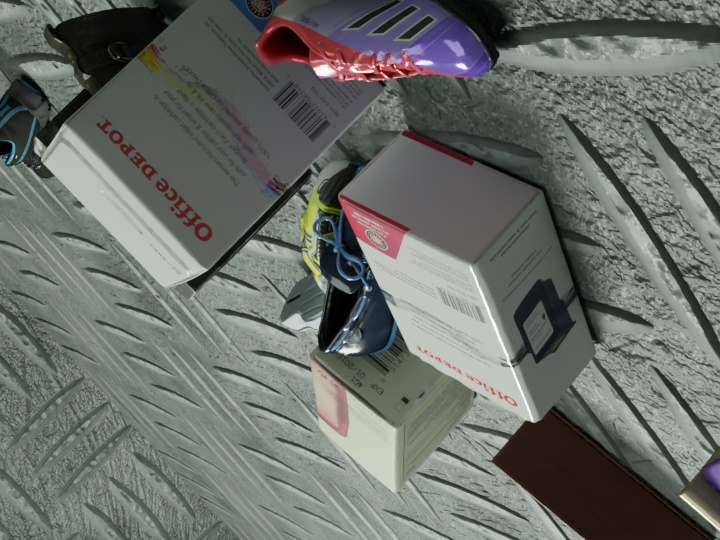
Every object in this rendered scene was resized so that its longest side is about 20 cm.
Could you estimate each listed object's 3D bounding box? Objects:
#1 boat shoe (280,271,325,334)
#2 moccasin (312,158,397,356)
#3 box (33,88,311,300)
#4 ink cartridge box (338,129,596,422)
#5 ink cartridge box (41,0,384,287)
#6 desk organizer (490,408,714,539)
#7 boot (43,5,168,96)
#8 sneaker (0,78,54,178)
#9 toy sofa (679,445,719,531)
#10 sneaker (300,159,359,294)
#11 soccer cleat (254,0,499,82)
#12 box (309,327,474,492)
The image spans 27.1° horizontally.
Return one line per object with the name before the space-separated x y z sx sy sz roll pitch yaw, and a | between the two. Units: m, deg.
boat shoe | -0.027 0.033 1.516 0.062 0.072 0.200 22 170 -13
moccasin | 0.000 0.000 1.249 0.081 0.068 0.201 -126 31 -48
box | -0.170 -0.098 1.356 0.200 0.158 0.050 45 162 -3
ink cartridge box | 0.086 0.007 1.158 0.145 0.084 0.200 29 156 39
ink cartridge box | -0.117 -0.110 1.142 0.147 0.200 0.146 47 162 -9
desk organizer | 0.214 0.217 1.368 0.200 0.077 0.072 39 162 14
boot | -0.156 -0.160 1.283 0.069 0.199 0.175 -58 46 47
sneaker | -0.427 -0.164 1.882 0.073 0.082 0.200 36 162 16
toy sofa | 0.291 0.157 1.036 0.083 0.098 0.200 41 163 6
sneaker | -0.028 -0.036 1.331 0.076 0.075 0.200 49 159 26
soccer cleat | 0.009 -0.149 0.991 0.200 0.073 0.068 24 154 47
box | 0.034 0.105 1.422 0.109 0.128 0.200 38 161 16
